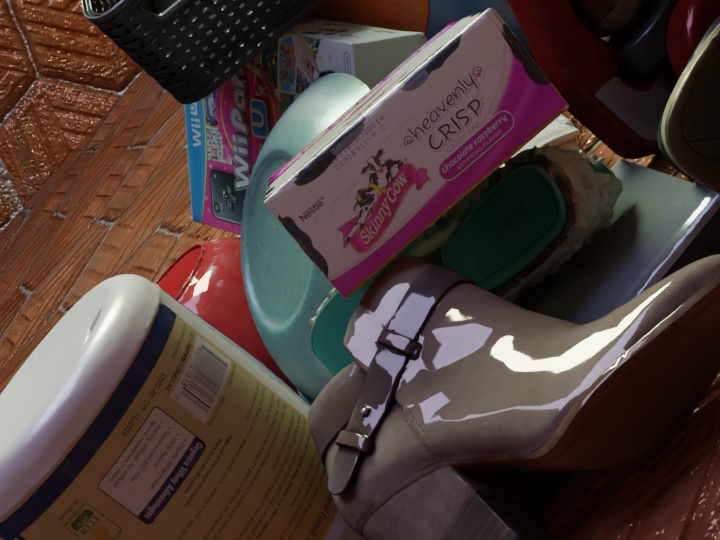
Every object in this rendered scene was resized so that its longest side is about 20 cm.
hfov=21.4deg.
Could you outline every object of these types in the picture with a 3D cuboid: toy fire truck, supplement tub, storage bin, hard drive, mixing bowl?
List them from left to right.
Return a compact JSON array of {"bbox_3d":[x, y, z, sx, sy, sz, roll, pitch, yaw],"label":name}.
[{"bbox_3d":[-0.109,-0.222,1.244,0.135,0.094,0.201,-36,39,15],"label":"storage bin"},{"bbox_3d":[-0.079,0.113,0.919,0.144,0.200,0.145,-46,15,17],"label":"supplement tub"},{"bbox_3d":[-0.098,0.052,1.300,0.200,0.108,0.200,-47,15,16],"label":"mixing bowl"},{"bbox_3d":[0.093,0.040,0.910,0.200,0.033,0.140,-51,15,0],"label":"hard drive"},{"bbox_3d":[0.145,-0.167,0.982,0.201,0.168,0.112,-57,16,-23],"label":"toy fire truck"}]

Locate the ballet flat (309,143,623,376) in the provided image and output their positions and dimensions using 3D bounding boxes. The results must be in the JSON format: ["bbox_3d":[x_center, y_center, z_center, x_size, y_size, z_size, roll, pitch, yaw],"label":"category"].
[{"bbox_3d":[0.057,0.001,0.952,0.200,0.072,0.072,-35,22,41],"label":"ballet flat"}]

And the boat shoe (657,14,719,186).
[{"bbox_3d":[0.206,-0.114,0.885,0.201,0.072,0.066,-49,9,-12],"label":"boat shoe"}]

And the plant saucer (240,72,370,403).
[{"bbox_3d":[-0.033,-0.017,1.128,0.201,0.038,0.203,180,90,-64],"label":"plant saucer"}]

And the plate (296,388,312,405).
[{"bbox_3d":[0.000,0.000,1.131,0.200,0.025,0.202,-5,85,63],"label":"plate"}]

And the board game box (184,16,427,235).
[{"bbox_3d":[-0.037,-0.090,1.254,0.064,0.149,0.199,-14,19,-35],"label":"board game box"}]

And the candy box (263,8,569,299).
[{"bbox_3d":[0.021,-0.061,0.936,0.136,0.061,0.200,-40,5,3],"label":"candy box"}]

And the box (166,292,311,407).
[{"bbox_3d":[-0.114,0.127,1.103,0.184,0.105,0.200,-52,28,-3],"label":"box"}]

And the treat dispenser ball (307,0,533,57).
[{"bbox_3d":[0.049,-0.213,1.311,0.201,0.201,0.201,-46,16,17],"label":"treat dispenser ball"}]

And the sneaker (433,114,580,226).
[{"bbox_3d":[0.097,-0.063,1.104,0.080,0.071,0.200,-10,24,22],"label":"sneaker"}]

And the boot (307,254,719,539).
[{"bbox_3d":[0.059,0.040,0.816,0.200,0.070,0.146,-50,48,8],"label":"boot"}]
